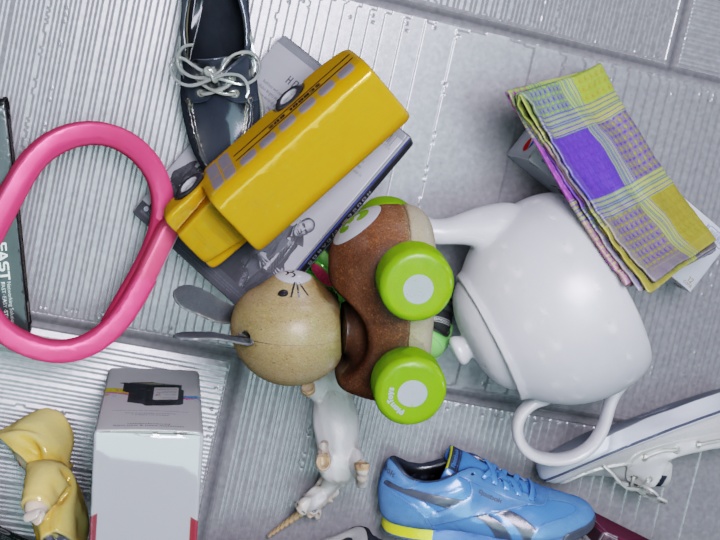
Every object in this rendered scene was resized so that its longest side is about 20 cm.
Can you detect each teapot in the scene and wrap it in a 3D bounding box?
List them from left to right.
[{"bbox_3d":[0.147,0.043,1.109,0.146,0.197,0.200,-29,59,0],"label":"teapot"}]

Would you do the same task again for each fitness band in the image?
[{"bbox_3d":[-0.231,-0.024,1.045,0.144,0.037,0.200,29,86,-20],"label":"fitness band"}]

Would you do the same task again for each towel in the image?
[{"bbox_3d":[0.214,-0.080,1.074,0.144,0.023,0.200,-21,76,-45],"label":"towel"}]

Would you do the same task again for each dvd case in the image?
[{"bbox_3d":[-0.075,-0.078,1.087,0.150,0.025,0.200,41,90,17],"label":"dvd case"}]

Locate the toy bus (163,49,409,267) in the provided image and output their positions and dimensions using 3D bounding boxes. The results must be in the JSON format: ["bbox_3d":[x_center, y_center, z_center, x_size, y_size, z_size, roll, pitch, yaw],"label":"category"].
[{"bbox_3d":[-0.061,-0.083,1.020,0.200,0.078,0.065,-41,116,3],"label":"toy bus"}]

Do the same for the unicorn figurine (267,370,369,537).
[{"bbox_3d":[-0.027,0.146,1.130,0.074,0.137,0.200,11,83,-3],"label":"unicorn figurine"}]

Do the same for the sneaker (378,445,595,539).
[{"bbox_3d":[0.116,0.203,1.172,0.200,0.066,0.078,3,104,0],"label":"sneaker"}]

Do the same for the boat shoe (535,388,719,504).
[{"bbox_3d":[0.266,0.180,1.205,0.202,0.075,0.086,-17,85,-14],"label":"boat shoe"}]

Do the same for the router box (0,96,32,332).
[{"bbox_3d":[-0.354,-0.037,1.056,0.150,0.062,0.200,-6,100,-11],"label":"router box"}]

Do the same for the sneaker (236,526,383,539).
[{"bbox_3d":[-0.042,0.275,1.166,0.199,0.130,0.080,-10,80,26],"label":"sneaker"}]

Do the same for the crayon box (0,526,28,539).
[{"bbox_3d":[-0.347,0.322,1.124,0.126,0.052,0.200,31,92,-14],"label":"crayon box"}]

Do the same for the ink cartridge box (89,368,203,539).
[{"bbox_3d":[-0.174,0.173,1.057,0.083,0.200,0.146,3,98,-9],"label":"ink cartridge box"}]

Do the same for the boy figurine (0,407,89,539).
[{"bbox_3d":[-0.258,0.205,1.070,0.064,0.124,0.200,-17,66,-4],"label":"boy figurine"}]

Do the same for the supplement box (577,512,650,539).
[{"bbox_3d":[0.211,0.338,1.217,0.110,0.086,0.200,28,93,-13],"label":"supplement box"}]

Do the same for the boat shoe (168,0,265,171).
[{"bbox_3d":[-0.116,-0.172,1.062,0.075,0.062,0.200,2,89,5],"label":"boat shoe"}]

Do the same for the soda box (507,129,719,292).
[{"bbox_3d":[0.232,-0.067,1.162,0.200,0.068,0.064,38,90,-14],"label":"soda box"}]

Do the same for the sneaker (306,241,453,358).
[{"bbox_3d":[0.000,0.000,1.137,0.200,0.077,0.084,41,55,-8],"label":"sneaker"}]

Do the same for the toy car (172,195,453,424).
[{"bbox_3d":[-0.044,0.026,0.991,0.200,0.164,0.158,0,108,-8],"label":"toy car"}]
